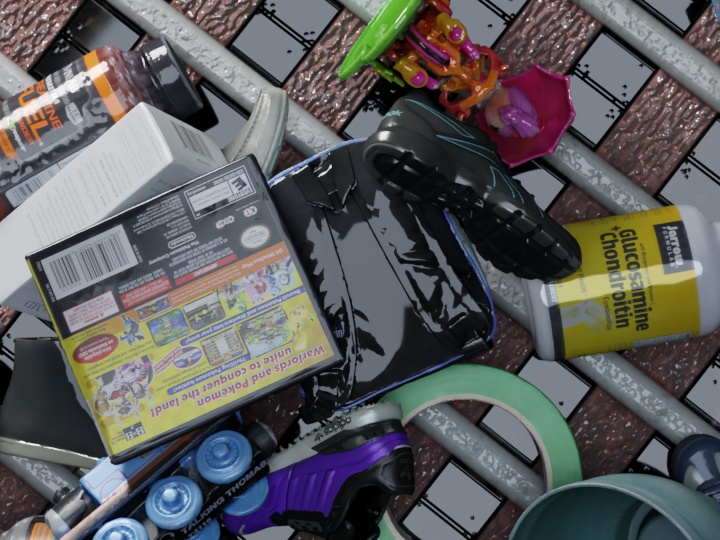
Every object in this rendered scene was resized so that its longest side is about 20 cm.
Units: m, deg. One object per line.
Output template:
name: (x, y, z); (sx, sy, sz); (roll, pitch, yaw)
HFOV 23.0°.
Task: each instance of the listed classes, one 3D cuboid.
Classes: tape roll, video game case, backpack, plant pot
tape roll: (0.088, 0.179, 1.504); (0.200, 0.048, 0.201); (0, 88, 3)
video game case: (-0.138, 0.030, 1.390); (0.200, 0.026, 0.181); (-24, 82, 0)
backpack: (0.000, 0.000, 1.465); (0.183, 0.147, 0.200); (-23, 90, -1)
plant pot: (0.233, 0.248, 1.417); (0.200, 0.134, 0.200); (11, 109, 37)

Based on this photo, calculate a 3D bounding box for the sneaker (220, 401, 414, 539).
sneaker: (-0.034, 0.192, 1.456); (0.200, 0.070, 0.100); (-34, 66, 31)

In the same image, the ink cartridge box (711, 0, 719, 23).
ink cartridge box: (0.358, -0.168, 1.472); (0.068, 0.116, 0.200); (-20, 87, 3)

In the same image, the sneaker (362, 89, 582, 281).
sneaker: (0.099, -0.068, 1.392); (0.200, 0.075, 0.079); (36, 52, -14)

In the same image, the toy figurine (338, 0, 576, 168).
toy figurine: (0.098, -0.161, 1.463); (0.184, 0.200, 0.150); (37, 102, -9)

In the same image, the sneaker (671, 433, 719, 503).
sneaker: (0.324, 0.228, 1.473); (0.070, 0.082, 0.200); (-28, 86, 1)

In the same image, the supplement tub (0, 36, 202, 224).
supplement tub: (-0.237, -0.121, 1.505); (0.200, 0.107, 0.107); (-30, 86, 1)

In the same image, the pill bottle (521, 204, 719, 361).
pill bottle: (0.237, 0.006, 1.472); (0.200, 0.112, 0.112); (-10, 87, 2)

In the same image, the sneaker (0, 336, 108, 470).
sneaker: (-0.210, 0.115, 1.506); (0.200, 0.075, 0.106); (7, 91, 4)

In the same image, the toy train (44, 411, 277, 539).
toy train: (-0.162, 0.176, 1.413); (0.200, 0.087, 0.114); (-40, 57, -16)

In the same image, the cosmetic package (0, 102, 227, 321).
cosmetic package: (-0.210, -0.042, 1.470); (0.200, 0.102, 0.074); (-40, 59, 17)

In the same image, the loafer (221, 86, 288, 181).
loafer: (-0.119, -0.069, 1.514); (0.070, 0.070, 0.200); (23, 89, -5)

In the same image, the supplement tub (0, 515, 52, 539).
supplement tub: (-0.221, 0.266, 1.478); (0.200, 0.123, 0.123); (1, 88, 3)
